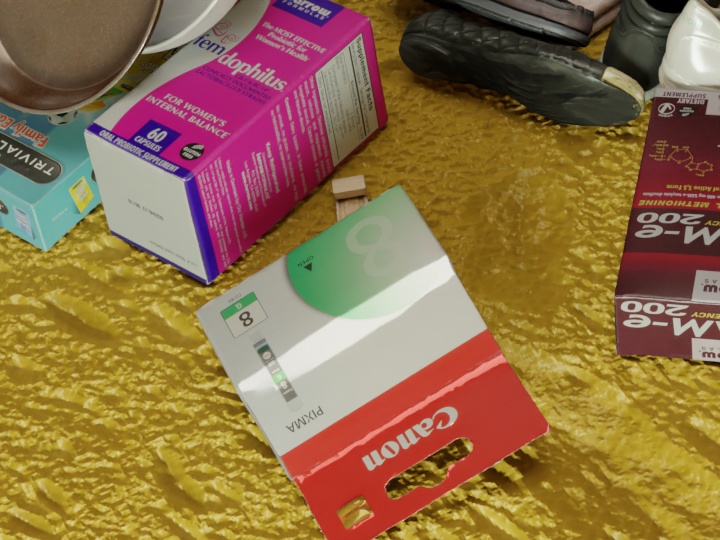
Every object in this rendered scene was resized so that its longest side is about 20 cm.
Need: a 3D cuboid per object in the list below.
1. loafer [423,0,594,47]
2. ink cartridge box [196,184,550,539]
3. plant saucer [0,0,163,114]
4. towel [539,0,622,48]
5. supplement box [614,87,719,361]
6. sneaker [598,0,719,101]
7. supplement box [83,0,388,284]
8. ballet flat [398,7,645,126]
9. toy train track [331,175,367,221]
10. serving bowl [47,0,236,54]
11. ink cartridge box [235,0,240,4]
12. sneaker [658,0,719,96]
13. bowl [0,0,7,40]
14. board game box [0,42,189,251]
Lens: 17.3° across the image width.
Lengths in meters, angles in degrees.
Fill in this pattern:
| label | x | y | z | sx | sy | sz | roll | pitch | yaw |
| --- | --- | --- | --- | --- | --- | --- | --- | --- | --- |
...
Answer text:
| label | x | y | z | sx | sy | sz | roll | pitch | yaw |
| --- | --- | --- | --- | --- | --- | --- | --- | --- | --- |
| loafer | 0.095 | -0.216 | 1.737 | 0.199 | 0.072 | 0.063 | 24 | 93 | 42 |
| ink cartridge box | 0.004 | 0.061 | 1.497 | 0.160 | 0.050 | 0.200 | -31 | 49 | -1 |
| plant saucer | -0.208 | -0.209 | 1.664 | 0.199 | 0.202 | 0.034 | 24 | 11 | 30 |
| towel | 0.152 | -0.261 | 1.830 | 0.191 | 0.032 | 0.200 | -35 | 49 | -22 |
| supplement box | 0.235 | -0.032 | 1.567 | 0.108 | 0.061 | 0.201 | 4 | 47 | 14 |
| sneaker | 0.237 | -0.219 | 1.710 | 0.070 | 0.099 | 0.201 | 28 | 57 | 3 |
| supplement box | -0.084 | -0.102 | 1.669 | 0.101 | 0.104 | 0.200 | 26 | 53 | 32 |
| ballet flat | 0.118 | -0.152 | 1.702 | 0.199 | 0.067 | 0.057 | 20 | 54 | 28 |
| toy train track | 0.000 | 0.000 | 1.599 | 0.114 | 0.033 | 0.201 | -9 | 44 | 1 |
| serving bowl | -0.140 | -0.251 | 1.680 | 0.199 | 0.201 | 0.066 | 26 | 14 | 32 |
| ink cartridge box | -0.078 | -0.292 | 1.824 | 0.083 | 0.146 | 0.200 | 24 | 54 | 32 |
| sneaker | 0.310 | -0.156 | 1.638 | 0.198 | 0.089 | 0.076 | -1 | 40 | -13 |
| bowl | -0.329 | -0.204 | 1.796 | 0.198 | 0.075 | 0.200 | -24 | 32 | -1 |
| board game box | -0.221 | -0.118 | 1.748 | 0.150 | 0.047 | 0.200 | 26 | 55 | 31 |
